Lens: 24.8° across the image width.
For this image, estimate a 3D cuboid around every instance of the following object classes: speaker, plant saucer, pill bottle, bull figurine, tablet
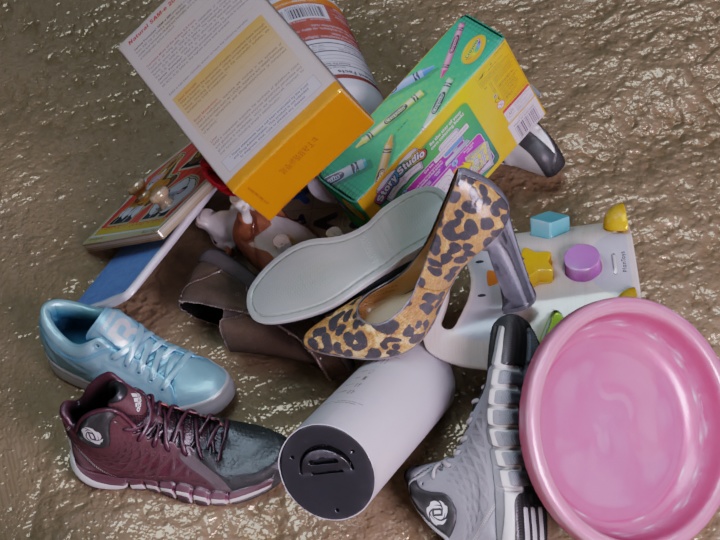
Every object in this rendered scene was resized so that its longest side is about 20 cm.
[{"bbox_3d":[0.008,0.122,1.303,0.081,0.081,0.200,8,20,19],"label":"speaker"},{"bbox_3d":[0.202,0.122,1.276,0.201,0.201,0.051,-45,13,-26],"label":"plant saucer"},{"bbox_3d":[-0.040,-0.163,1.557,0.112,0.112,0.200,-19,53,-4],"label":"pill bottle"},{"bbox_3d":[-0.076,-0.026,1.497,0.200,0.122,0.065,35,67,29],"label":"bull figurine"},{"bbox_3d":[-0.192,-0.034,1.548,0.130,0.014,0.200,-19,31,53],"label":"tablet"}]

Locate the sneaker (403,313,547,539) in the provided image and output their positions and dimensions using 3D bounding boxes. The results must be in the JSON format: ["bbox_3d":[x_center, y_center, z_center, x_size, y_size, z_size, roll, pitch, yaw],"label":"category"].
[{"bbox_3d":[0.085,0.136,1.305,0.115,0.075,0.201,-8,72,32],"label":"sneaker"}]

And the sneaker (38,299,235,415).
[{"bbox_3d":[-0.207,0.076,1.453,0.200,0.082,0.074,13,54,23],"label":"sneaker"}]

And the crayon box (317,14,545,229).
[{"bbox_3d":[0.067,-0.115,1.467,0.200,0.119,0.058,-48,52,-7],"label":"crayon box"}]

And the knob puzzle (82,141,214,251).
[{"bbox_3d":[-0.170,-0.101,1.567,0.219,0.030,0.220,-35,19,14],"label":"knob puzzle"}]

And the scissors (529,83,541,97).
[{"bbox_3d":[0.144,-0.196,1.602,0.073,0.014,0.200,-34,21,-18],"label":"scissors"}]

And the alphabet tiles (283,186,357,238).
[{"bbox_3d":[0.017,-0.077,1.550,0.200,0.006,0.167,-4,59,25],"label":"alphabet tiles"}]

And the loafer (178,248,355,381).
[{"bbox_3d":[-0.087,0.053,1.464,0.200,0.073,0.071,29,71,38],"label":"loafer"}]

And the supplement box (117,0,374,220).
[{"bbox_3d":[-0.098,-0.158,1.383,0.126,0.074,0.200,-42,60,6],"label":"supplement box"}]

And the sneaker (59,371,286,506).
[{"bbox_3d":[-0.162,0.136,1.366,0.199,0.116,0.076,-2,48,12],"label":"sneaker"}]

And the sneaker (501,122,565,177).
[{"bbox_3d":[0.111,-0.127,1.583,0.200,0.074,0.080,30,76,37],"label":"sneaker"}]

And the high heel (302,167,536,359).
[{"bbox_3d":[0.030,-0.007,1.305,0.200,0.143,0.071,-17,37,10],"label":"high heel"}]

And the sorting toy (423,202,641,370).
[{"bbox_3d":[0.141,0.022,1.391,0.179,0.107,0.200,-1,48,0],"label":"sorting toy"}]

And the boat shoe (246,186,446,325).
[{"bbox_3d":[0.000,0.000,1.389,0.200,0.060,0.076,-23,59,14],"label":"boat shoe"}]

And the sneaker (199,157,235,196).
[{"bbox_3d":[-0.111,-0.145,1.459,0.115,0.078,0.200,-35,48,0],"label":"sneaker"}]
